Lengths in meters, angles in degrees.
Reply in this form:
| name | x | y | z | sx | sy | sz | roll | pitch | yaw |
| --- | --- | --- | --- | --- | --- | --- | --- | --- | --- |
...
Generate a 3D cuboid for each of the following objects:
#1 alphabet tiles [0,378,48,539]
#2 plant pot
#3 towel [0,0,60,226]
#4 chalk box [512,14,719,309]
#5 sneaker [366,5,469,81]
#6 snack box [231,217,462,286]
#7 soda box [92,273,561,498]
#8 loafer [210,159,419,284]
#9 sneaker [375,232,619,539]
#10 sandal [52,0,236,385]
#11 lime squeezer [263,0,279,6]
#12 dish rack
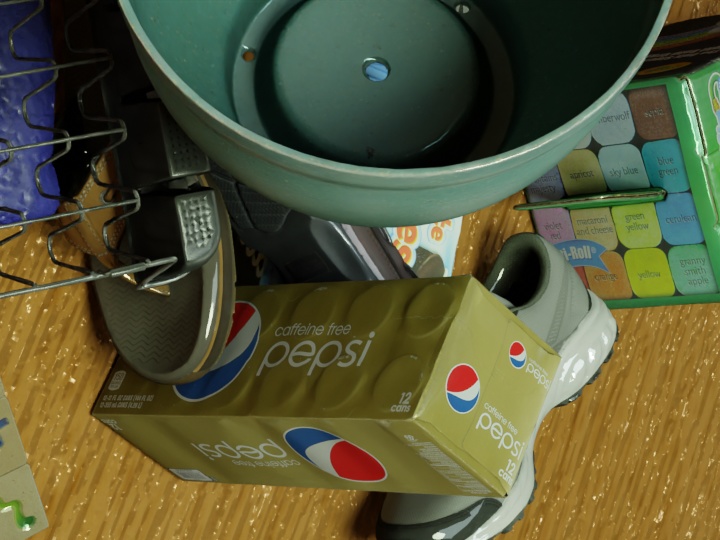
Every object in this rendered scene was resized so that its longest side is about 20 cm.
| name | x | y | z | sx | sy | sz | roll | pitch | yaw |
| --- | --- | --- | --- | --- | --- | --- | --- | --- | --- |
| alphabet tiles | -0.204 | 0.078 | 0.799 | 0.166 | 0.006 | 0.200 | -25 | 127 | -19 |
| plant pot | 0.008 | -0.097 | 0.822 | 0.200 | 0.134 | 0.200 | 1 | 67 | -3 |
| towel | -0.192 | -0.112 | 0.870 | 0.148 | 0.050 | 0.200 | -6 | 92 | -38 |
| chalk box | 0.166 | -0.053 | 1.165 | 0.200 | 0.125 | 0.124 | -27 | 106 | -41 |
| sneaker | 0.021 | -0.123 | 0.997 | 0.200 | 0.071 | 0.083 | 23 | 102 | -40 |
| snack box | 0.001 | -0.052 | 1.059 | 0.116 | 0.037 | 0.200 | 23 | 71 | -40 |
| soda box | -0.018 | 0.048 | 0.921 | 0.064 | 0.200 | 0.068 | 42 | 61 | -35 |
| loafer | 0.000 | 0.000 | 0.985 | 0.063 | 0.072 | 0.200 | -43 | 111 | -39 |
| sneaker | 0.055 | 0.063 | 1.084 | 0.079 | 0.074 | 0.200 | 57 | 46 | -29 |
| sandal | -0.103 | -0.050 | 0.926 | 0.055 | 0.082 | 0.200 | -9 | 93 | -45 |
| lime squeezer | 0.041 | -0.120 | 0.942 | 0.200 | 0.038 | 0.071 | 9 | 98 | -34 |
| dish rack | -0.150 | -0.055 | 0.831 | 0.200 | 0.055 | 0.153 | -12 | 94 | -28 |
